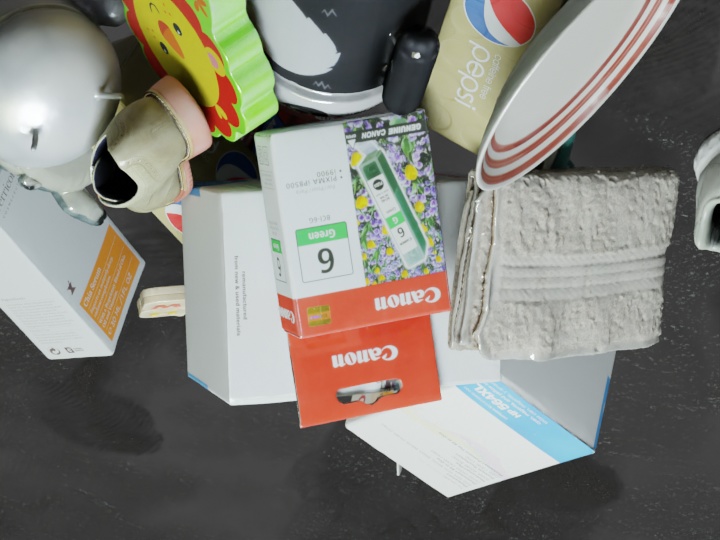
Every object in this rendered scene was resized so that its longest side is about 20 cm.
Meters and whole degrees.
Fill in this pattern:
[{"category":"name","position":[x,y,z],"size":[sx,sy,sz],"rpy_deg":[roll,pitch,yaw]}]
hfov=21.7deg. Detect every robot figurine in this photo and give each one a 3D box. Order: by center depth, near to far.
[{"category":"robot figurine","position":[-0.014,-0.184,1.180],"size":[0.124,0.151,0.200],"rpy_deg":[6,148,-7]},{"category":"robot figurine","position":[-0.238,-0.143,1.296],"size":[0.200,0.169,0.113],"rpy_deg":[41,171,44]}]

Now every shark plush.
[{"category":"shark plush","position":[-0.261,-0.086,1.420],"size":[0.083,0.092,0.199],"rpy_deg":[20,-165,36]}]

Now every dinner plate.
[{"category":"dinner plate","position":[0.134,-0.131,1.157],"size":[0.024,0.200,0.201],"rpy_deg":[44,150,16]}]

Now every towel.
[{"category":"towel","position":[0.145,-0.007,1.301],"size":[0.199,0.134,0.034],"rpy_deg":[-4,-164,-38]}]

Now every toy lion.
[{"category":"toy lion","position":[-0.115,-0.176,1.184],"size":[0.192,0.068,0.200],"rpy_deg":[54,161,4]}]

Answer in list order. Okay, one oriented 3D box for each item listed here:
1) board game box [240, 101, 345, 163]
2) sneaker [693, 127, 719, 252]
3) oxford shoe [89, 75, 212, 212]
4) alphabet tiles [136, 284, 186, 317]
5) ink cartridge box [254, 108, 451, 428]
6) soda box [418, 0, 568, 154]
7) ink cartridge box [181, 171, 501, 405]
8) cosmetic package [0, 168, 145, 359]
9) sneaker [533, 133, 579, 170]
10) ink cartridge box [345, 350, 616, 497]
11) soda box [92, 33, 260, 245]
[{"category":"board game box","position":[-0.055,-0.064,1.471],"size":[0.102,0.020,0.200],"rpy_deg":[21,146,-9]},{"category":"sneaker","position":[0.285,-0.075,1.242],"size":[0.075,0.092,0.200],"rpy_deg":[23,145,-8]},{"category":"oxford shoe","position":[-0.157,-0.075,1.283],"size":[0.071,0.074,0.200],"rpy_deg":[53,162,5]},{"category":"alphabet tiles","position":[-0.078,0.019,1.505],"size":[0.198,0.015,0.196],"rpy_deg":[-5,173,-11]},{"category":"ink cartridge box","position":[0.000,0.000,1.239],"size":[0.108,0.202,0.050],"rpy_deg":[-10,-173,-16]},{"category":"soda box","position":[0.094,-0.161,1.200],"size":[0.067,0.064,0.200],"rpy_deg":[29,146,6]},{"category":"ink cartridge box","position":[-0.016,0.007,1.338],"size":[0.199,0.147,0.147],"rpy_deg":[-4,-174,-17]},{"category":"cosmetic package","position":[-0.265,-0.024,1.545],"size":[0.071,0.102,0.200],"rpy_deg":[-5,142,28]},{"category":"sneaker","position":[0.134,-0.058,1.370],"size":[0.079,0.078,0.201],"rpy_deg":[-10,145,-10]},{"category":"ink cartridge box","position":[0.090,0.088,1.529],"size":[0.125,0.129,0.199],"rpy_deg":[36,141,-27]},{"category":"soda box","position":[-0.134,-0.083,1.413],"size":[0.067,0.064,0.200],"rpy_deg":[-11,132,42]}]
